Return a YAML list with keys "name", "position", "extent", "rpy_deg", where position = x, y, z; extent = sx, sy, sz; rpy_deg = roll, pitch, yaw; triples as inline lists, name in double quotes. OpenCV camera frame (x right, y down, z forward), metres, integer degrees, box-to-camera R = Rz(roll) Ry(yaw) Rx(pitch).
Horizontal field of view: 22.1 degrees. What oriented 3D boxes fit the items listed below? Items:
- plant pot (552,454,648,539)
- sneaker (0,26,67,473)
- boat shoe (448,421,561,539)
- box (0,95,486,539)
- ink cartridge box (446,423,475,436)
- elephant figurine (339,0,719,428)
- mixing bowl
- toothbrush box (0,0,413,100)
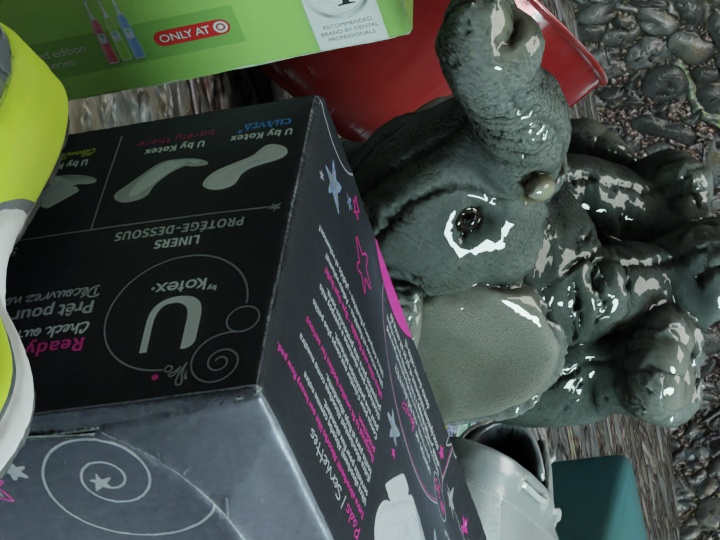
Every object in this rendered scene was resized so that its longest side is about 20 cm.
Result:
- name: "plant pot"
  position: [0.085, 0.224, 1.027]
  extent: [0.200, 0.140, 0.142]
  rpy_deg: [-65, 143, -59]
- name: "sneaker"
  position: [-0.121, -0.012, 0.423]
  extent: [0.201, 0.073, 0.081]
  rpy_deg: [-96, 163, -50]
- name: "boat shoe"
  position: [0.053, 0.094, 0.759]
  extent: [0.069, 0.072, 0.200]
  rpy_deg: [-68, 162, 0]
- name: "box"
  position: [-0.050, 0.068, 0.541]
  extent: [0.115, 0.131, 0.201]
  rpy_deg: [-81, 157, -46]
- name: "ink cartridge box"
  position: [0.020, 0.068, 0.906]
  extent: [0.109, 0.050, 0.201]
  rpy_deg: [62, 40, -53]
- name: "elephant figurine"
  position: [0.037, -0.015, 0.668]
  extent: [0.199, 0.141, 0.156]
  rpy_deg: [17, 96, -44]
- name: "mixing bowl"
  position: [0.014, -0.118, 0.931]
  extent: [0.200, 0.109, 0.200]
  rpy_deg: [40, 3, -2]
- name: "toothbrush box"
  position: [-0.076, -0.160, 0.568]
  extent: [0.201, 0.145, 0.086]
  rpy_deg: [67, 19, -44]
